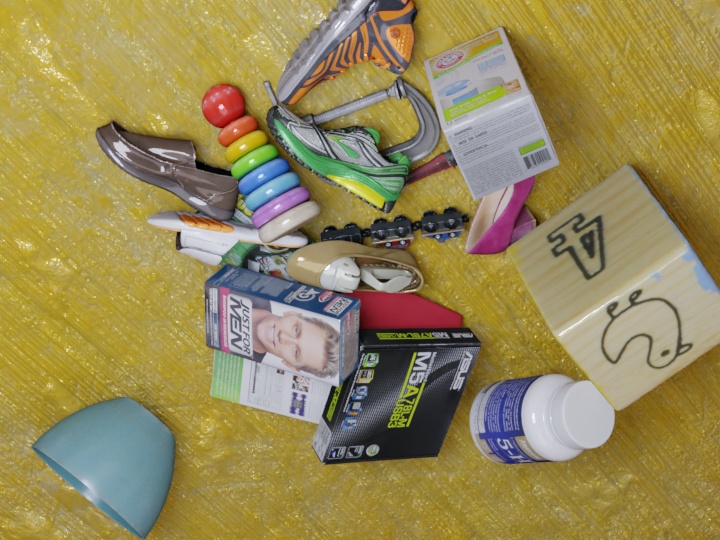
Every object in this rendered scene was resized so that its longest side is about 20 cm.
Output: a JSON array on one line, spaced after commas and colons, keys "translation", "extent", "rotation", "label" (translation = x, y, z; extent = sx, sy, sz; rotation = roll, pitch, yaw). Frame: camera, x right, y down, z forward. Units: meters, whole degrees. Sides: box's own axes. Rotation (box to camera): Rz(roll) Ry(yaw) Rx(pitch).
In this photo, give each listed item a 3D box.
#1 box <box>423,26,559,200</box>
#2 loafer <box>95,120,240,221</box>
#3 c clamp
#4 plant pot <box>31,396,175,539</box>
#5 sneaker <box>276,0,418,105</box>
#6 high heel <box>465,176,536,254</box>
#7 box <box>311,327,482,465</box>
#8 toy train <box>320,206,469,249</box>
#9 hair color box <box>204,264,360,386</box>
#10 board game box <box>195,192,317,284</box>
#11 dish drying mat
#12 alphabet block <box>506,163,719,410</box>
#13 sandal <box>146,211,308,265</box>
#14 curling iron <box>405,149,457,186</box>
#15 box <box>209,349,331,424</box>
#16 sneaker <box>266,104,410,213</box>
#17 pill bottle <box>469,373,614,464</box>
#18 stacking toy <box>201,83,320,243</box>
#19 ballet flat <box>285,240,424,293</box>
[{"translation": [0.152, -0.191, 1.594], "extent": [0.112, 0.200, 0.102], "rotation": [-22, 122, 10], "label": "box"}, {"translation": [-0.233, -0.138, 1.661], "extent": [0.199, 0.073, 0.071], "rotation": [28, 104, -19], "label": "loafer"}, {"translation": [-0.004, -0.185, 1.681], "extent": [0.199, 0.027, 0.172], "rotation": [-15, 122, 3], "label": "c clamp"}, {"translation": [-0.334, 0.255, 1.844], "extent": [0.135, 0.200, 0.200], "rotation": [-51, 121, -18], "label": "plant pot"}, {"translation": [-0.007, -0.254, 1.607], "extent": [0.112, 0.078, 0.200], "rotation": [36, 112, -24], "label": "sneaker"}, {"translation": [0.173, -0.106, 1.731], "extent": [0.095, 0.068, 0.201], "rotation": [-18, 136, -8], "label": "high heel"}, {"translation": [0.048, 0.170, 1.814], "extent": [0.192, 0.048, 0.201], "rotation": [3, 121, -29], "label": "box"}, {"translation": [0.046, -0.048, 1.769], "extent": [0.198, 0.034, 0.046], "rotation": [-9, 134, 2], "label": "toy train"}, {"translation": [-0.101, 0.068, 1.710], "extent": [0.199, 0.061, 0.101], "rotation": [14, 121, 23], "label": "hair color box"}, {"translation": [-0.127, -0.027, 1.751], "extent": [0.200, 0.024, 0.105], "rotation": [39, 112, -16], "label": "board game box"}, {"translation": [0.050, 0.064, 1.818], "extent": [0.199, 0.018, 0.077], "rotation": [22, 87, -28], "label": "dish drying mat"}, {"translation": [0.339, 0.022, 1.732], "extent": [0.200, 0.197, 0.195], "rotation": [-36, 127, 11], "label": "alphabet block"}, {"translation": [-0.170, -0.032, 1.689], "extent": [0.205, 0.079, 0.060], "rotation": [9, 101, -6], "label": "sandal"}, {"translation": [0.106, -0.137, 1.695], "extent": [0.199, 0.050, 0.026], "rotation": [-20, 92, 22], "label": "curling iron"}, {"translation": [-0.104, 0.132, 1.828], "extent": [0.199, 0.036, 0.145], "rotation": [13, 123, 6], "label": "box"}, {"translation": [-0.029, -0.153, 1.656], "extent": [0.199, 0.078, 0.086], "rotation": [28, 96, -21], "label": "sneaker"}, {"translation": [0.252, 0.205, 1.846], "extent": [0.119, 0.120, 0.200], "rotation": [29, 158, -23], "label": "pill bottle"}, {"translation": [-0.129, -0.138, 1.632], "extent": [0.085, 0.085, 0.201], "rotation": [-29, 90, 11], "label": "stacking toy"}, {"translation": [0.000, 0.000, 1.722], "extent": [0.199, 0.063, 0.069], "rotation": [-1, 125, -34], "label": "ballet flat"}]
